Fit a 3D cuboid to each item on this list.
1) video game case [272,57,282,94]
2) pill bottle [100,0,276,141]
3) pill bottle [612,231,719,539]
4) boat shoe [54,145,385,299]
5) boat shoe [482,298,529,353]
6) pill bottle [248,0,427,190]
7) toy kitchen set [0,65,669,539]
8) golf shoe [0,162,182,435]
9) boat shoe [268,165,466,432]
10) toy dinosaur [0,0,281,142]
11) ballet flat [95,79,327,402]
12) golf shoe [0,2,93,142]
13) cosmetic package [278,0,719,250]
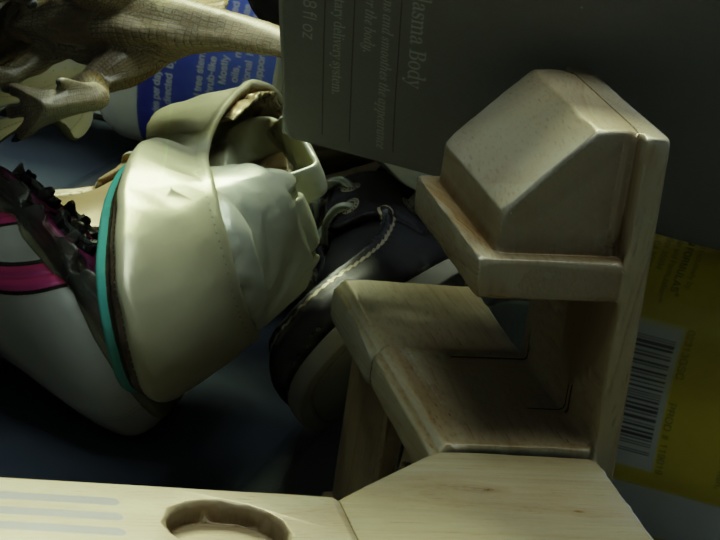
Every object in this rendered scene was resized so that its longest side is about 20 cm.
[{"bbox_3d":[0.071,-0.108,1.064,0.199,0.024,0.183,12,41,-4],"label":"video game case"},{"bbox_3d":[-0.052,-0.105,1.140,0.199,0.113,0.112,12,18,7],"label":"pill bottle"},{"bbox_3d":[0.154,0.050,0.776,0.199,0.113,0.112,15,19,15],"label":"pill bottle"},{"bbox_3d":[-0.065,-0.025,0.967,0.199,0.065,0.072,-2,21,-30],"label":"boat shoe"},{"bbox_3d":[0.134,0.028,0.885,0.199,0.076,0.060,17,33,21],"label":"boat shoe"},{"bbox_3d":[0.017,-0.107,0.930,0.106,0.107,0.200,2,23,-21],"label":"pill bottle"},{"bbox_3d":[-0.024,0.031,0.665,0.179,0.164,0.200,4,18,-14],"label":"toy kitchen set"},{"bbox_3d":[-0.138,0.000,0.870,0.200,0.092,0.073,40,-1,29],"label":"golf shoe"},{"bbox_3d":[0.000,0.000,0.886,0.063,0.073,0.200,43,20,5],"label":"boat shoe"},{"bbox_3d":[-0.077,-0.078,0.827,0.199,0.059,0.101,10,18,42],"label":"toy dinosaur"},{"bbox_3d":[-0.043,-0.018,0.813,0.069,0.070,0.200,8,19,-4],"label":"ballet flat"},{"bbox_3d":[-0.189,-0.050,0.976,0.199,0.098,0.078,-24,35,-10],"label":"golf shoe"},{"bbox_3d":[0.083,-0.074,0.736,0.199,0.107,0.090,16,52,13],"label":"cosmetic package"}]
